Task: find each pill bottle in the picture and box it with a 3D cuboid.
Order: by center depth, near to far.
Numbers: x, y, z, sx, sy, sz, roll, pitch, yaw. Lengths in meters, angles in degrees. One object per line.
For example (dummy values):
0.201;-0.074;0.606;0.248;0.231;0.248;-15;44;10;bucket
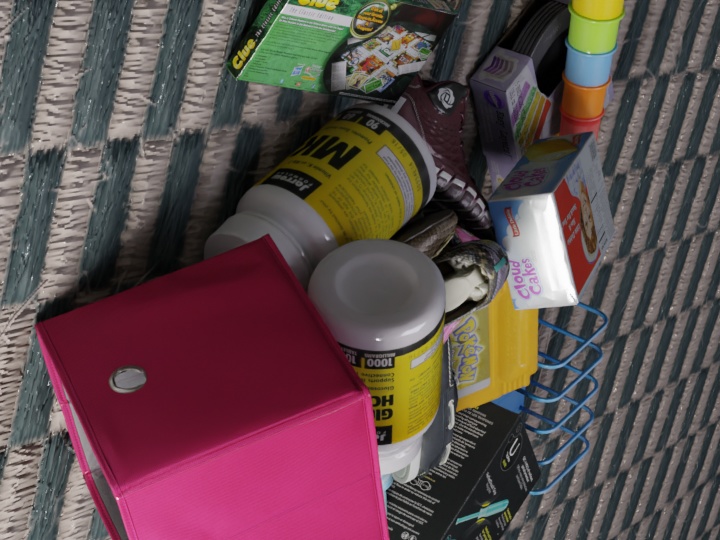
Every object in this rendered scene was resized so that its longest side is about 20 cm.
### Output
0.013;0.079;1.497;0.112;0.112;0.200;-44;150;-33;pill bottle
-0.035;-0.048;1.535;0.200;0.114;0.114;-43;145;-35;pill bottle

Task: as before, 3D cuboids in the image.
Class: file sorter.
0.197;0.136;2.058;0.139;0.123;0.200;-36;140;-41;file sorter

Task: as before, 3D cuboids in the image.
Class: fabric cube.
-0.112;0.129;1.386;0.199;0.196;0.200;-21;137;-13;fabric cube

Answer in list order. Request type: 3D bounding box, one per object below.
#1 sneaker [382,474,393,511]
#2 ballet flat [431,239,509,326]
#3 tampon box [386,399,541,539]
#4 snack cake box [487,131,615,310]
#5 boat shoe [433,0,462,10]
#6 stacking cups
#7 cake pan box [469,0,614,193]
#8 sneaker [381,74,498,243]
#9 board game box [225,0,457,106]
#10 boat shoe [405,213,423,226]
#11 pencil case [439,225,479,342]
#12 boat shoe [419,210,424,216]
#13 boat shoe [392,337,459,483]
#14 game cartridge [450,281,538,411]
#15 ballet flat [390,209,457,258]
0.000;0.182;1.805;0.074;0.082;0.200;-46;146;-32;sneaker
0.040;0.034;1.600;0.200;0.072;0.072;-29;155;15;ballet flat
0.085;0.243;1.947;0.200;0.126;0.150;-55;150;-20;tampon box
0.192;-0.051;1.763;0.200;0.067;0.115;-49;128;-62;snack cake box
0.040;-0.245;1.551;0.200;0.073;0.065;5;102;-60;boat shoe
0.236;-0.216;1.818;0.061;0.060;0.200;-39;144;-39;stacking cups
0.193;-0.194;1.872;0.184;0.052;0.200;-53;149;-26;cake pan box
0.091;-0.114;1.700;0.200;0.076;0.116;45;62;-38;sneaker
-0.012;-0.192;1.486;0.200;0.023;0.105;4;132;-50;board game box
0.000;0.000;1.676;0.200;0.073;0.063;-31;134;-53;boat shoe
0.051;0.051;1.682;0.200;0.083;0.087;-56;176;14;pencil case
0.098;0.006;1.856;0.074;0.063;0.201;-48;146;-26;boat shoe
0.066;0.123;1.794;0.060;0.076;0.200;-16;136;-31;boat shoe
0.092;0.082;1.842;0.200;0.032;0.176;-19;134;-15;game cartridge
0.009;0.013;1.568;0.200;0.067;0.046;-36;98;-15;ballet flat
